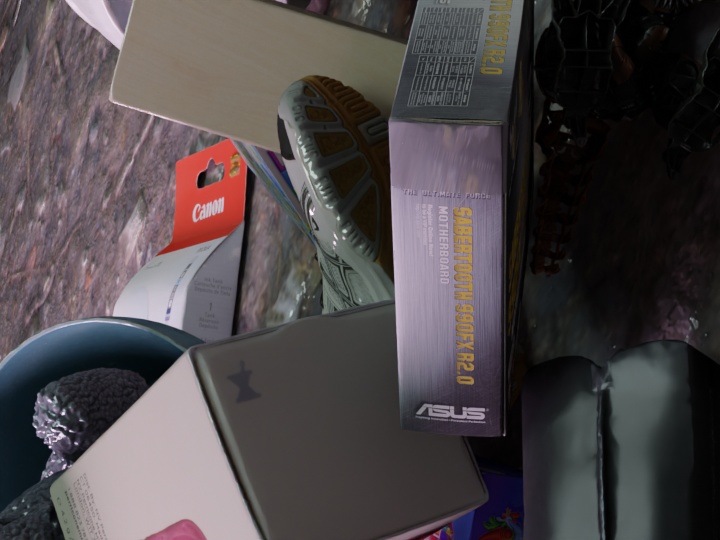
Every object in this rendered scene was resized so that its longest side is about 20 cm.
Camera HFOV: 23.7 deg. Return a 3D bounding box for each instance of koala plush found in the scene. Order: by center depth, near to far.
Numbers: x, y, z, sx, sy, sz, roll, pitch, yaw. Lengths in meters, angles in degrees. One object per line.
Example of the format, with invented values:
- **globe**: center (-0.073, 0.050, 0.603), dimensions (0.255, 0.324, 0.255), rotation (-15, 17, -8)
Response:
- **koala plush**: center (-0.174, 0.180, 0.960), dimensions (0.177, 0.200, 0.184), rotation (41, 109, 13)

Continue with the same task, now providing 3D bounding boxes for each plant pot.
- **plant pot**: center (-0.138, 0.123, 1.123), dimensions (0.135, 0.199, 0.201), rotation (-19, -53, -72)

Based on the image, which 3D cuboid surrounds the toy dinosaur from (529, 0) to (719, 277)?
- **toy dinosaur**: center (0.122, -0.098, 0.788), dimensions (0.136, 0.102, 0.201), rotation (-122, 27, -75)

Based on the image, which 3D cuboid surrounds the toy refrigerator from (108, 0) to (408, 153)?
- **toy refrigerator**: center (-0.027, -0.102, 0.937), dimensions (0.070, 0.199, 0.076), rotation (-57, -17, -79)

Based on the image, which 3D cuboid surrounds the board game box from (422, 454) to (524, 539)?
- **board game box**: center (0.023, 0.158, 0.906), dimensions (0.200, 0.045, 0.135), rotation (10, 89, 65)

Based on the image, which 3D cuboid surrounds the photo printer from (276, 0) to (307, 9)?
- **photo printer**: center (-0.072, -0.253, 0.987), dimensions (0.200, 0.069, 0.167), rotation (75, -161, -55)

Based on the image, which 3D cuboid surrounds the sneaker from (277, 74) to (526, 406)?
- **sneaker**: center (0.000, 0.000, 0.884), dimensions (0.088, 0.075, 0.201), rotation (-32, 85, 46)

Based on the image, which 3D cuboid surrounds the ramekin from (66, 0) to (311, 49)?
- **ramekin**: center (-0.117, -0.233, 1.185), dimensions (0.105, 0.199, 0.201), rotation (54, 128, 52)

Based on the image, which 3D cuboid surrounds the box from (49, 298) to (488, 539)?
- **box**: center (-0.051, 0.110, 0.849), dimensions (0.200, 0.127, 0.109), rotation (-41, 66, 52)

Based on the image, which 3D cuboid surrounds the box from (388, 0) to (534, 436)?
- **box**: center (0.050, -0.050, 0.769), dimensions (0.200, 0.048, 0.159), rotation (-77, -13, -54)

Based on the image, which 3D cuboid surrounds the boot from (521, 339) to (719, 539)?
- **boot**: center (0.074, 0.136, 0.720), dimensions (0.164, 0.066, 0.201), rotation (-6, 72, 25)

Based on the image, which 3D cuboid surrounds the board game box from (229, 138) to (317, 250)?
- **board game box**: center (-0.063, -0.091, 1.097), dimensions (0.034, 0.135, 0.200), rotation (-35, 31, -3)

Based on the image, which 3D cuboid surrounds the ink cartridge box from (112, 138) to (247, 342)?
- **ink cartridge box**: center (-0.141, -0.001, 1.310), dimensions (0.160, 0.047, 0.201), rotation (-12, 71, 63)
